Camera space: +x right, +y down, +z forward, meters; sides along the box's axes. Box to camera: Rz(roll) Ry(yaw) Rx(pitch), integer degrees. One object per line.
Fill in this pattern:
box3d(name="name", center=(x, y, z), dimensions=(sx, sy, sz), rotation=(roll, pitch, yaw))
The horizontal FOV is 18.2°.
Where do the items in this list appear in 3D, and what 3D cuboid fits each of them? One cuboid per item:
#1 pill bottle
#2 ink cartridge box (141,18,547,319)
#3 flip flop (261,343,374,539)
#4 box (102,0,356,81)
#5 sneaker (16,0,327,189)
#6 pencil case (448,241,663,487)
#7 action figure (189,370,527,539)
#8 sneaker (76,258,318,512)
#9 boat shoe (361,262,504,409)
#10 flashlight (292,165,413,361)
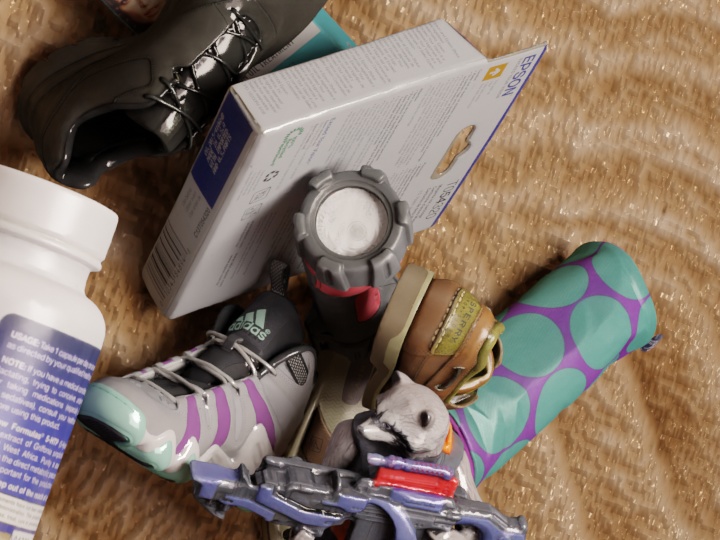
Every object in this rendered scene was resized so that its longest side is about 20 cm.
box3d(name="pill bottle", center=(-0.203, 0.050, 1.187), dimensions=(0.120, 0.120, 0.201), rotation=(26, 81, -41))
box3d(name="ink cartridge box", center=(-0.013, -0.063, 1.291), dimensions=(0.200, 0.196, 0.043), rotation=(-21, 68, -32))
box3d(name="flip flop", center=(-0.006, 0.118, 1.416), dimensions=(0.081, 0.057, 0.201), rotation=(19, 85, -42))
box3d(name="box", center=(-0.072, -0.141, 1.292), dimensions=(0.082, 0.049, 0.200), rotation=(-37, 128, 12))
box3d(name="sneaker", center=(-0.093, -0.108, 1.219), dimensions=(0.200, 0.091, 0.076), rotation=(-35, 127, 10))
box3d(name="pencil case", center=(0.110, 0.065, 1.491), dimensions=(0.200, 0.092, 0.085), rotation=(-36, 78, -30))
box3d(name="action figure", center=(-0.017, 0.129, 1.293), dimensions=(0.199, 0.105, 0.194), rotation=(18, 129, -20))
box3d(name="sneaker", center=(-0.082, 0.053, 1.291), dimensions=(0.140, 0.078, 0.200), rotation=(-60, 157, -3))
box3d(name="boat shoe", center=(0.045, 0.056, 1.320), dimensions=(0.200, 0.068, 0.072), rotation=(84, 30, -78))
box3d(name="flashlight", center=(0.000, 0.000, 1.313), dimensions=(0.200, 0.067, 0.068), rotation=(76, 34, -73))
